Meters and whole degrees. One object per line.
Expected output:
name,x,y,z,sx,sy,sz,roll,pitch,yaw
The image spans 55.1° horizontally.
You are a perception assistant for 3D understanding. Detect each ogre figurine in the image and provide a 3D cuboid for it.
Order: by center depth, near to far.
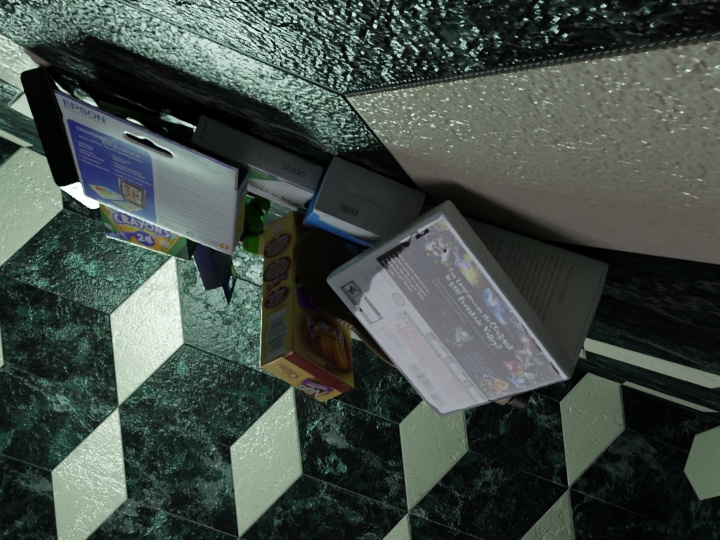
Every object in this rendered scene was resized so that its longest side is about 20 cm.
ogre figurine,-0.175,-0.069,1.018,0.197,0.099,0.120,29,-175,-16

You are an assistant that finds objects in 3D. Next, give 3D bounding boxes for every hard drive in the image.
hard drive,-0.381,-0.163,0.901,0.032,0.143,0.200,-18,-178,-12

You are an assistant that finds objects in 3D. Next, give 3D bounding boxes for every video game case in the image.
video game case,0.082,0.049,0.681,0.201,0.023,0.181,51,137,-10

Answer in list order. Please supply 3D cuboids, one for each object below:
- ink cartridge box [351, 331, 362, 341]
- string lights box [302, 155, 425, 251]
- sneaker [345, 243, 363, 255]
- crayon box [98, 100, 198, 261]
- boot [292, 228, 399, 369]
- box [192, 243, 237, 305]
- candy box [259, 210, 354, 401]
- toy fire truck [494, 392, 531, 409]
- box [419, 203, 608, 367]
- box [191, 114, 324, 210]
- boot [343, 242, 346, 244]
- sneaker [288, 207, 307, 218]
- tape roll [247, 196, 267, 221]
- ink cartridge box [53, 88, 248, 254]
ink cartridge box,0.044,0.063,1.016,0.196,0.085,0.146,17,166,-17
string lights box,-0.004,-0.065,0.768,0.101,0.060,0.200,22,176,-8
sneaker,0.073,-0.008,0.940,0.196,0.075,0.082,15,178,-4
crayon box,-0.274,-0.107,0.885,0.123,0.052,0.202,16,141,3
boot,0.009,0.034,0.844,0.200,0.072,0.155,44,-173,10
box,-0.234,-0.055,1.043,0.032,0.204,0.122,-14,-159,2
candy box,-0.065,0.042,0.846,0.056,0.203,0.116,-26,139,25
toy fire truck,0.248,0.083,1.041,0.126,0.178,0.202,20,-142,-1
box,0.155,0.023,0.754,0.196,0.108,0.152,20,176,19
box,-0.125,-0.121,0.820,0.142,0.037,0.200,22,175,-10
boot,-0.005,-0.046,1.059,0.197,0.071,0.173,3,164,44
sneaker,-0.067,-0.013,1.165,0.073,0.204,0.100,-17,-168,6
tape roll,-0.260,-0.130,1.228,0.197,0.049,0.200,22,-177,-1
ink cartridge box,-0.220,-0.110,0.758,0.194,0.048,0.201,23,150,-3
